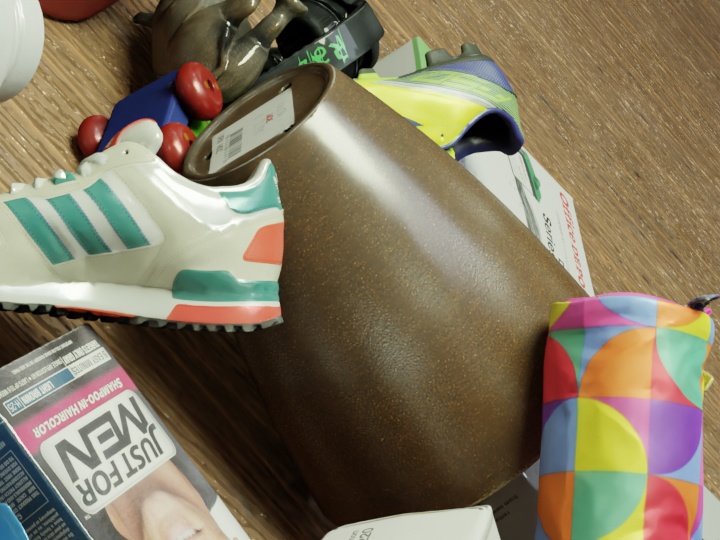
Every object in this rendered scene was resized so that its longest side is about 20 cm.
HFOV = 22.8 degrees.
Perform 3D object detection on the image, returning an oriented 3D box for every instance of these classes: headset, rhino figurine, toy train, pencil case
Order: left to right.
[{"bbox_3d":[-0.102,-0.016,0.960,0.116,0.084,0.201,55,21,-26],"label":"toy train"},{"bbox_3d":[-0.096,-0.153,1.098,0.060,0.088,0.200,37,2,-23],"label":"rhino figurine"},{"bbox_3d":[-0.040,-0.122,1.163,0.094,0.123,0.200,58,-2,-13],"label":"headset"},{"bbox_3d":[0.128,0.107,0.850,0.088,0.088,0.202,22,70,-47],"label":"pencil case"}]

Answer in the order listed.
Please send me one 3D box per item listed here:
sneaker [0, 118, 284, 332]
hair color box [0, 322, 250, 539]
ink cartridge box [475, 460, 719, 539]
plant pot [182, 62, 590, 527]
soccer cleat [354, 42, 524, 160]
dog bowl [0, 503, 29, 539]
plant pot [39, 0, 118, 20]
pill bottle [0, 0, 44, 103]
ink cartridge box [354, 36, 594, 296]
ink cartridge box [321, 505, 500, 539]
[{"bbox_3d":[-0.129,-0.025,0.817,0.198,0.094,0.070,7,-3,-13],"label":"sneaker"},{"bbox_3d":[-0.100,0.128,0.779,0.201,0.060,0.100,53,25,1],"label":"hair color box"},{"bbox_3d":[0.142,0.160,1.022,0.200,0.083,0.145,43,30,-11],"label":"ink cartridge box"},{"bbox_3d":[0.000,0.000,0.927,0.200,0.186,0.187,54,22,-25],"label":"plant pot"},{"bbox_3d":[0.017,-0.078,1.086,0.199,0.065,0.084,-21,76,-30],"label":"soccer cleat"},{"bbox_3d":[-0.201,0.084,0.679,0.201,0.049,0.111,55,25,8],"label":"dog bowl"},{"bbox_3d":[-0.153,-0.260,1.070,0.200,0.177,0.201,38,28,-25],"label":"plant pot"},{"bbox_3d":[-0.234,-0.116,0.816,0.111,0.111,0.200,58,26,15],"label":"pill bottle"},{"bbox_3d":[0.074,-0.041,1.250,0.200,0.084,0.147,41,29,-35],"label":"ink cartridge box"},{"bbox_3d":[0.032,0.223,0.763,0.146,0.084,0.201,-54,128,-65],"label":"ink cartridge box"}]
